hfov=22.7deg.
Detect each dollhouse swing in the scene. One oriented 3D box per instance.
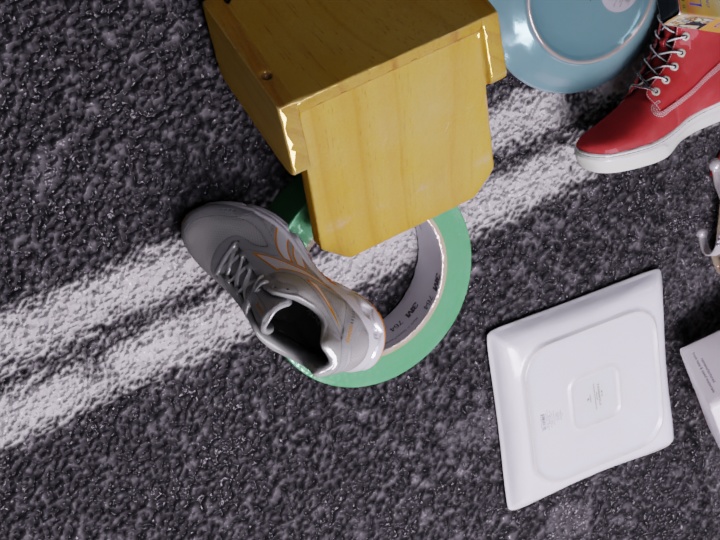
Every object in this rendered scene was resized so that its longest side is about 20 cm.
[{"bbox_3d":[-0.001,-0.148,1.479,0.199,0.182,0.176,-26,150,-16],"label":"dollhouse swing"}]

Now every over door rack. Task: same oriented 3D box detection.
[{"bbox_3d":[0.404,-0.103,1.654,0.147,0.067,0.201,-2,132,-25],"label":"over door rack"}]

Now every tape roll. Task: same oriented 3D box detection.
[{"bbox_3d":[0.000,0.000,1.561,0.199,0.048,0.202,-10,114,-24],"label":"tape roll"}]

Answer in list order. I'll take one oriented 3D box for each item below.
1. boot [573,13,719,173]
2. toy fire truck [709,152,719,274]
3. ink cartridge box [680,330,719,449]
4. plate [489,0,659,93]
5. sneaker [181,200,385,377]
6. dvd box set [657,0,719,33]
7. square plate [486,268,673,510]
[{"bbox_3d":[0.262,-0.182,1.606,0.199,0.072,0.145,-31,126,-29],"label":"boot"},{"bbox_3d":[0.392,-0.023,1.760,0.140,0.049,0.201,6,107,-29],"label":"toy fire truck"},{"bbox_3d":[0.432,0.103,1.758,0.199,0.085,0.145,-25,137,5],"label":"ink cartridge box"},{"bbox_3d":[0.199,-0.251,1.581,0.199,0.026,0.202,-10,113,-24],"label":"plate"},{"bbox_3d":[-0.073,0.013,1.443,0.076,0.199,0.092,-61,162,21],"label":"sneaker"},{"bbox_3d":[0.341,-0.277,1.596,0.199,0.029,0.148,2,71,-30],"label":"dvd box set"},{"bbox_3d":[0.221,0.119,1.738,0.197,0.028,0.201,-19,117,-21],"label":"square plate"}]
